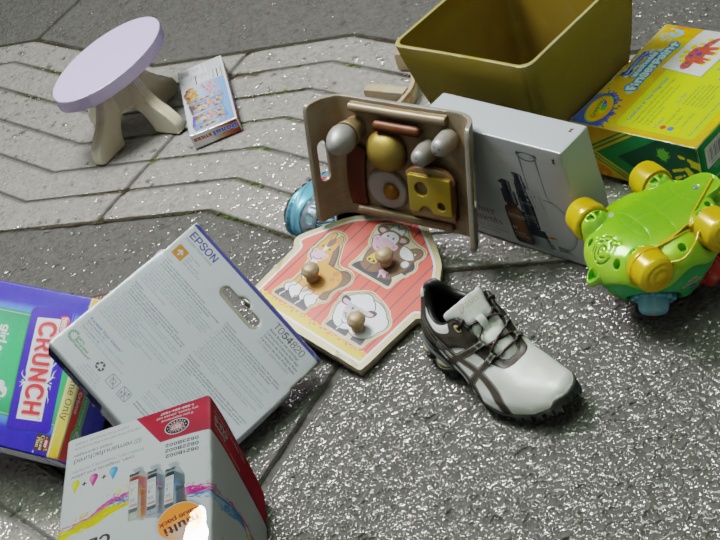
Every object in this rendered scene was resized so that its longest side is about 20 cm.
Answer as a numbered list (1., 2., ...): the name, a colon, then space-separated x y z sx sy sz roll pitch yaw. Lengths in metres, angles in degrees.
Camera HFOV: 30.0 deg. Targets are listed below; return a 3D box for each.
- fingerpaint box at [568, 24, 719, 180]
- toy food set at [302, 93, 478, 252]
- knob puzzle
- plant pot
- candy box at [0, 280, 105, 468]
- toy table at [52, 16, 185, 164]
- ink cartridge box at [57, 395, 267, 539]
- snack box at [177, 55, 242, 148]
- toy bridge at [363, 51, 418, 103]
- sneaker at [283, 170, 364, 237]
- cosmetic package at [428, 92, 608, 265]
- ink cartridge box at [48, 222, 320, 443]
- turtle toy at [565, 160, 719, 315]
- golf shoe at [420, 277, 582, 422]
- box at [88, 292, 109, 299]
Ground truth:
1. fingerpaint box: 0.355 -0.177 1.471 0.166 0.074 0.200 19 52 42
2. toy food set: 0.034 -0.100 1.416 0.198 0.145 0.060 14 37 30
3. knob puzzle: 0.000 0.000 1.439 0.217 0.031 0.221 -7 47 7
4. plant pot: 0.192 -0.224 1.531 0.199 0.178 0.200 18 51 43
5. candy box: -0.358 0.105 1.407 0.198 0.077 0.171 9 76 20
6. toy table: -0.335 -0.253 1.907 0.183 0.118 0.200 21 54 43
7. ink cartridge box: -0.167 0.243 1.159 0.144 0.146 0.201 -18 37 6
8. snack box: -0.216 -0.242 1.906 0.071 0.024 0.201 -21 36 1
9. toy bridge: 0.037 -0.226 1.746 0.067 0.027 0.201 9 46 33
10. sneaker: 0.009 -0.092 1.568 0.095 0.080 0.200 34 69 34
11. cosmetic package: 0.164 -0.096 1.406 0.052 0.152 0.199 -41 39 -25
12. ink cartridge box: -0.174 0.087 1.346 0.200 0.200 0.041 -41 -5 -23
13. turtle toy: 0.302 -0.031 1.289 0.198 0.102 0.146 -29 36 -9
14. golf shoe: 0.121 0.072 1.266 0.078 0.095 0.199 -39 40 -24
15. box: -0.304 0.086 1.497 0.198 0.075 0.101 -12 37 17
